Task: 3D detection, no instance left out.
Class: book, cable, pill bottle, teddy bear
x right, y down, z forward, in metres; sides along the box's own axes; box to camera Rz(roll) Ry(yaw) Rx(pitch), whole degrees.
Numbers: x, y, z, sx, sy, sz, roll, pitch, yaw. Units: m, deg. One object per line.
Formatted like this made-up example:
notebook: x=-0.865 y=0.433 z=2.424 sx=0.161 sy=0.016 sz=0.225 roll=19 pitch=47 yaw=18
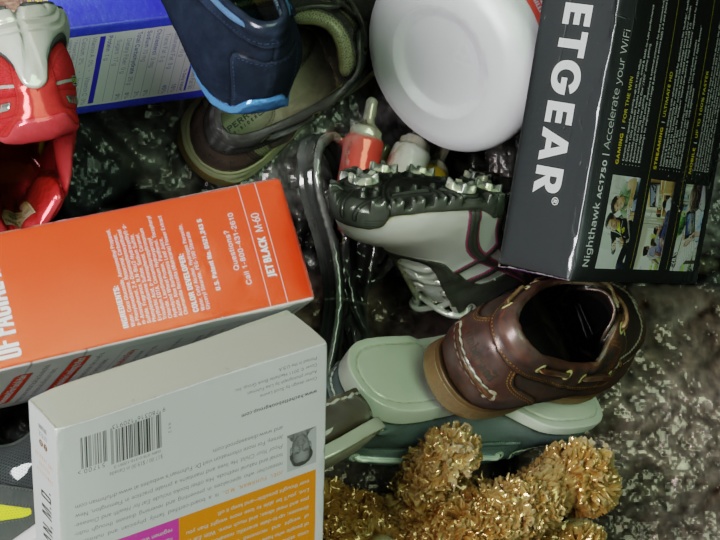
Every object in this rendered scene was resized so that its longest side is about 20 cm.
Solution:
book: x=-0.081 y=0.129 z=0.766 sx=0.133 sy=0.048 sz=0.202 roll=-17 pitch=126 yaw=-32
cable: x=0.000 y=0.000 z=0.955 sx=0.097 sy=0.050 sz=0.202 roll=24 pitch=67 yaw=-38
pill bottle: x=0.101 y=-0.152 z=0.985 sx=0.200 sy=0.112 sz=0.113 roll=-34 pitch=93 yaw=-44
teddy bear: x=0.056 y=0.149 z=0.921 sx=0.198 sy=0.146 sz=0.067 roll=9 pitch=32 yaw=-31

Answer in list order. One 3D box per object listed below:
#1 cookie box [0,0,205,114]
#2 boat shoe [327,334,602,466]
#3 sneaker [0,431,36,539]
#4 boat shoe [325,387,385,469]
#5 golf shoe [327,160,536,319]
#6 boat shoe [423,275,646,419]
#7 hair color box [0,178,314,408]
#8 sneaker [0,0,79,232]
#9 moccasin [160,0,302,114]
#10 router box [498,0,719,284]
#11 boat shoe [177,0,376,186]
cookie box: x=-0.173 y=-0.169 z=0.886 sx=0.198 sy=0.075 sz=0.172 roll=-11 pitch=62 yaw=-25
boat shoe: x=0.055 y=0.078 z=0.960 sx=0.199 sy=0.062 sz=0.073 roll=5 pitch=43 yaw=-42
sneaker: x=-0.182 y=0.131 z=0.822 sx=0.199 sy=0.074 sz=0.085 roll=-29 pitch=64 yaw=10
boat shoe: x=-0.086 y=0.099 z=0.867 sx=0.198 sy=0.072 sz=0.060 roll=-24 pitch=79 yaw=4
golf shoe: x=0.050 y=-0.012 z=0.931 sx=0.199 sy=0.077 sz=0.089 roll=3 pitch=102 yaw=-55
boat shoe: x=0.116 y=0.037 z=0.948 sx=0.199 sy=0.070 sz=0.071 roll=-17 pitch=72 yaw=-55
hair color box: x=-0.134 y=0.018 z=0.776 sx=0.198 sy=0.111 sz=0.065 roll=-14 pitch=81 yaw=-25
sneaker: x=-0.178 y=-0.045 z=0.812 sx=0.076 sy=0.200 sz=0.086 roll=-11 pitch=69 yaw=-23
moccasin: x=-0.072 y=-0.170 z=0.828 sx=0.080 sy=0.068 sz=0.201 roll=-19 pitch=62 yaw=-26
router box: x=0.149 y=-0.095 z=0.928 sx=0.149 sy=0.051 sz=0.202 roll=2 pitch=99 yaw=-53
boat shoe: x=-0.021 y=-0.127 z=0.970 sx=0.073 sy=0.065 sz=0.200 roll=43 pitch=69 yaw=-11
